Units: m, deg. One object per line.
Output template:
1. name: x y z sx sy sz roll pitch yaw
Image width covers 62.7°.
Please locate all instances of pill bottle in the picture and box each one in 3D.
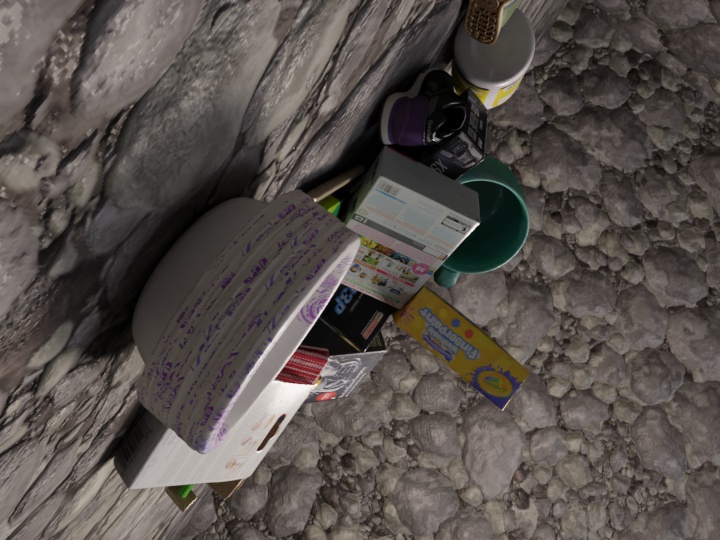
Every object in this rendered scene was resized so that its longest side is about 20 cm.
1. pill bottle: 0.195 -0.315 0.901 0.115 0.113 0.200 -53 176 7

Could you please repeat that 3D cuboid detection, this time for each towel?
1. towel: -0.132 0.136 0.774 0.201 0.141 0.023 122 -21 -50

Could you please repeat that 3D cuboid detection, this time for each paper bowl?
1. paper bowl: -0.094 0.027 0.458 0.202 0.104 0.201 -53 175 -6

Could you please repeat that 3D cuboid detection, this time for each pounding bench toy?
1. pounding bench toy: -0.227 0.282 0.901 0.201 0.123 0.156 -52 176 -15

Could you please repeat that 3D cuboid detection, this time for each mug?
1. mug: 0.153 -0.083 0.875 0.183 0.152 0.115 -32 -154 24

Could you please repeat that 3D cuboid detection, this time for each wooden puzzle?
1. wooden puzzle: -0.070 -0.031 0.732 0.202 0.037 0.185 -56 176 27

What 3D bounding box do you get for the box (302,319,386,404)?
1. box: -0.079 0.152 1.056 0.178 0.106 0.201 -1 146 -25

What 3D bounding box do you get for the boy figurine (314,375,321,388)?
1. boy figurine: -0.097 0.126 0.851 0.064 0.124 0.202 -36 142 -18

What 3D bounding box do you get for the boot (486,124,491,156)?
1. boot: 0.157 -0.189 1.003 0.201 0.063 0.191 -123 -149 -58

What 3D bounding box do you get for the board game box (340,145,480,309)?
1. board game box: 0.044 -0.048 0.788 0.201 0.145 0.065 -51 -157 42

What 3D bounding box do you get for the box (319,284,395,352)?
1. box: 0.000 0.000 0.930 0.201 0.158 0.046 -52 -179 -13

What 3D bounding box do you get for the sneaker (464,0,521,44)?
1. sneaker: 0.177 -0.362 0.703 0.091 0.066 0.200 -60 177 -9

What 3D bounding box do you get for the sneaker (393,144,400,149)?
1. sneaker: 0.066 -0.173 0.993 0.078 0.066 0.202 -35 162 -48

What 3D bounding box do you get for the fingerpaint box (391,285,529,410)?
1. fingerpaint box: 0.145 0.104 0.911 0.074 0.199 0.167 -51 -178 3

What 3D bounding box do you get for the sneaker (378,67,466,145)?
1. sneaker: 0.100 -0.202 0.758 0.200 0.086 0.077 -50 148 -48

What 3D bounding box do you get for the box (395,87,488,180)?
1. box: 0.089 -0.154 0.845 0.199 0.050 0.159 -36 -159 32

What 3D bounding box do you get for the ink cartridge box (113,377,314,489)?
1. ink cartridge box: -0.164 0.176 0.700 0.164 0.050 0.199 -54 149 8
